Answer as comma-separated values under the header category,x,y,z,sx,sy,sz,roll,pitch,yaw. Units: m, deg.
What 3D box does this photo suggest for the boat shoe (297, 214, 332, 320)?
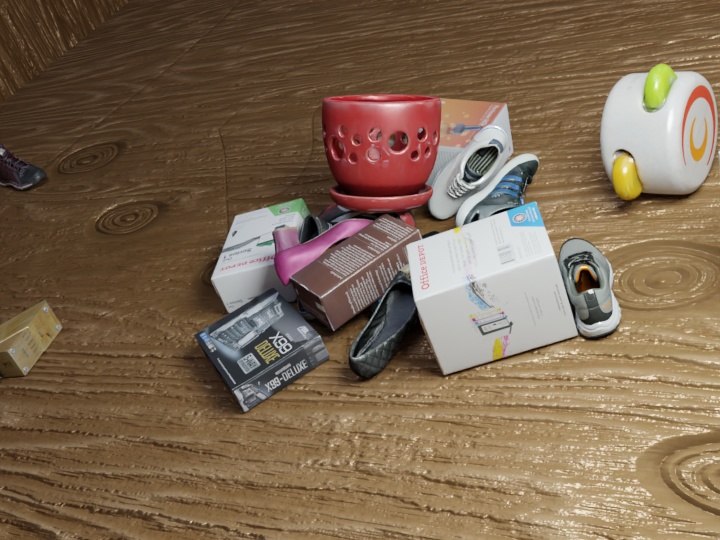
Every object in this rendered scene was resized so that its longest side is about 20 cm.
category,x,y,z,sx,sy,sz,roll,pitch,yaw
boat shoe,-0.084,-0.012,1.656,0.070,0.066,0.201,-22,44,36

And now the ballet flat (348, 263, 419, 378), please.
category,x,y,z,sx,sy,sz,roll,pitch,yaw
ballet flat,0.046,0.070,1.456,0.066,0.057,0.201,21,67,22

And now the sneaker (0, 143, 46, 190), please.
category,x,y,z,sx,sy,sz,roll,pitch,yaw
sneaker,-0.915,-0.277,2.589,0.199,0.116,0.076,5,42,39

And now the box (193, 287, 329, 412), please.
category,x,y,z,sx,sy,sz,roll,pitch,yaw
box,-0.159,0.120,1.565,0.157,0.050,0.200,-31,32,-12

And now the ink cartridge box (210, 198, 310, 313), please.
category,x,y,z,sx,sy,sz,roll,pitch,yaw
ink cartridge box,-0.167,-0.026,1.754,0.145,0.085,0.201,-14,33,17

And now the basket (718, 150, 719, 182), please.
category,x,y,z,sx,sy,sz,roll,pitch,yaw
basket,0.574,-0.067,1.221,0.198,0.199,0.161,-19,36,7

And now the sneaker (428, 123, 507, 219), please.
category,x,y,z,sx,sy,sz,roll,pitch,yaw
sneaker,0.172,-0.158,1.653,0.201,0.073,0.071,-56,4,33

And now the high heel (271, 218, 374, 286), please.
category,x,y,z,sx,sy,sz,roll,pitch,yaw
high heel,-0.045,-0.026,1.609,0.198,0.068,0.097,-7,69,-12

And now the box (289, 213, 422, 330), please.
category,x,y,z,sx,sy,sz,roll,pitch,yaw
box,0.000,0.000,1.561,0.199,0.075,0.100,-32,33,-19

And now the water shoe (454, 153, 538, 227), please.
category,x,y,z,sx,sy,sz,roll,pitch,yaw
water shoe,0.244,-0.114,1.645,0.200,0.072,0.079,-41,59,-21

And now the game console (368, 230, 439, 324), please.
category,x,y,z,sx,sy,sz,roll,pitch,yaw
game console,0.085,0.013,1.581,0.176,0.031,0.200,-28,33,-6

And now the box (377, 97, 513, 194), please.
category,x,y,z,sx,sy,sz,roll,pitch,yaw
box,0.154,-0.226,1.789,0.198,0.107,0.153,9,44,30

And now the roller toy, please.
category,x,y,z,sx,sy,sz,roll,pitch,yaw
roller toy,0.455,-0.209,1.521,0.139,0.202,0.182,7,8,39

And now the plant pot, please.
category,x,y,z,sx,sy,sz,roll,pitch,yaw
plant pot,0.037,-0.199,1.650,0.198,0.184,0.201,-2,15,0

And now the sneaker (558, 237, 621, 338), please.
category,x,y,z,sx,sy,sz,roll,pitch,yaw
sneaker,0.319,0.006,1.391,0.073,0.080,0.201,-19,31,11

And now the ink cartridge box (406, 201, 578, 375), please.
category,x,y,z,sx,sy,sz,roll,pitch,yaw
ink cartridge box,0.181,0.026,1.388,0.198,0.145,0.148,-18,32,10

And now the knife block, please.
category,x,y,z,sx,sy,sz,roll,pitch,yaw
knife block,-0.684,0.148,1.860,0.174,0.064,0.201,-5,36,26

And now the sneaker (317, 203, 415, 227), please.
category,x,y,z,sx,sy,sz,roll,pitch,yaw
sneaker,-0.006,-0.072,1.726,0.199,0.071,0.098,3,39,35
